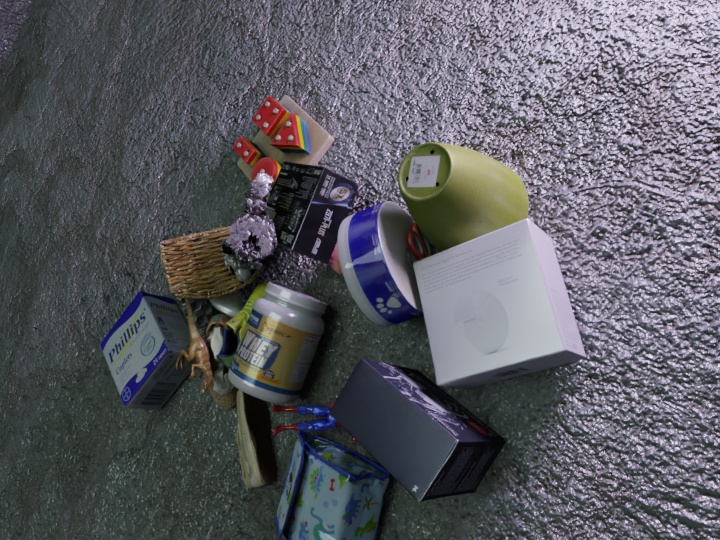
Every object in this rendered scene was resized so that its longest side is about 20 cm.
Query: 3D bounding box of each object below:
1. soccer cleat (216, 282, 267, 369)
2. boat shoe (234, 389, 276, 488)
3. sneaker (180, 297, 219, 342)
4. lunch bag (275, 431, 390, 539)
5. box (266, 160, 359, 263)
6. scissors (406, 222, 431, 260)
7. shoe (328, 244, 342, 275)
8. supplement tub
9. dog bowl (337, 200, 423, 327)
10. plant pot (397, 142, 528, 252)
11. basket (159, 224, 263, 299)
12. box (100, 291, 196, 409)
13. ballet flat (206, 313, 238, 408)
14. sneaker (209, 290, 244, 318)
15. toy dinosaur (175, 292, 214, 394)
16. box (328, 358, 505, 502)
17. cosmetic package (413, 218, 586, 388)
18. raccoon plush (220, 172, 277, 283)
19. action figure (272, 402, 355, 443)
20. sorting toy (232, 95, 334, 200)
[{"bbox_3d":[-0.233,0.106,1.208,0.064,0.084,0.201,-6,56,41],"label":"soccer cleat"},{"bbox_3d":[-0.221,0.326,1.167,0.065,0.072,0.201,-25,70,26],"label":"boat shoe"},{"bbox_3d":[-0.327,0.134,1.301,0.074,0.089,0.201,-21,86,-3],"label":"sneaker"},{"bbox_3d":[-0.067,0.391,1.014,0.199,0.127,0.171,14,88,50],"label":"lunch bag"},{"bbox_3d":[-0.109,-0.119,1.161,0.200,0.086,0.165,22,90,58],"label":"box"},{"bbox_3d":[0.127,0.014,1.015,0.014,0.073,0.201,-22,98,26],"label":"scissors"},{"bbox_3d":[0.000,0.000,1.104,0.091,0.071,0.201,-32,56,26],"label":"shoe"},{"bbox_3d":[-0.154,0.136,1.123,0.144,0.144,0.201,20,89,37],"label":"supplement tub"},{"bbox_3d":[0.048,-0.011,0.988,0.078,0.200,0.201,-21,66,26],"label":"dog bowl"},{"bbox_3d":[0.148,-0.122,0.948,0.186,0.200,0.188,-10,72,33],"label":"plant pot"},{"bbox_3d":[-0.313,-0.016,1.262,0.149,0.199,0.144,-170,66,-76],"label":"basket"},{"bbox_3d":[-0.490,0.186,1.372,0.184,0.105,0.200,-49,55,13],"label":"box"},{"bbox_3d":[-0.294,0.193,1.225,0.070,0.065,0.201,-8,90,-1],"label":"ballet flat"},{"bbox_3d":[-0.300,0.030,1.304,0.080,0.070,0.200,-48,56,10],"label":"sneaker"},{"bbox_3d":[-0.335,0.153,1.206,0.106,0.060,0.201,-28,78,41],"label":"toy dinosaur"},{"bbox_3d":[0.089,0.240,0.902,0.200,0.182,0.104,35,98,36],"label":"box"},{"bbox_3d":[0.208,0.059,0.904,0.199,0.123,0.201,-21,67,29],"label":"cosmetic package"},{"bbox_3d":[-0.206,-0.074,1.153,0.201,0.096,0.134,-67,11,-15],"label":"raccoon plush"},{"bbox_3d":[-0.061,0.262,1.029,0.199,0.099,0.066,-5,84,7],"label":"action figure"},{"bbox_3d":[-0.188,-0.272,1.307,0.200,0.069,0.199,-51,55,12],"label":"sorting toy"}]
